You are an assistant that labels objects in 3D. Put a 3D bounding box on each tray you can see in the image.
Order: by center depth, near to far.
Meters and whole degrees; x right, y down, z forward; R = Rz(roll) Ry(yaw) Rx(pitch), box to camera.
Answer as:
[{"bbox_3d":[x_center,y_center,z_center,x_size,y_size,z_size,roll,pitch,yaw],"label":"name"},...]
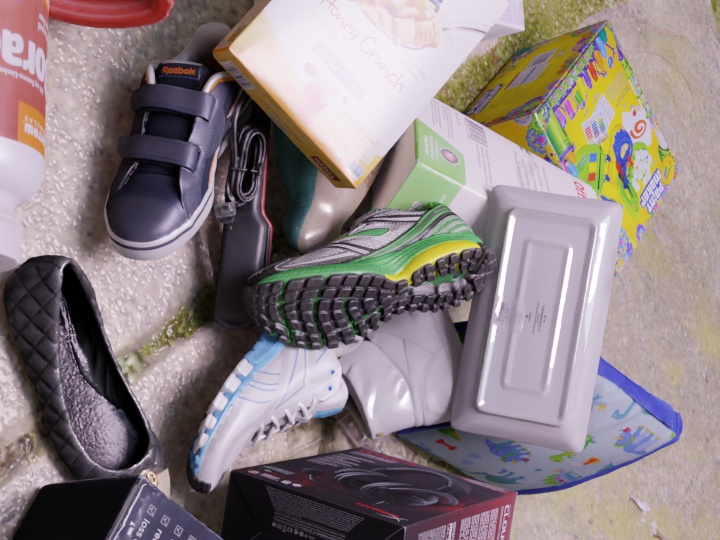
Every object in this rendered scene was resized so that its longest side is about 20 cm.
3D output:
[{"bbox_3d":[0.138,0.036,0.908,0.022,0.107,0.200,25,75,-79],"label":"tray"}]

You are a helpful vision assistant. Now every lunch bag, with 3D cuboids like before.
[{"bbox_3d":[0.158,0.117,1.028,0.170,0.200,0.128,33,59,-37],"label":"lunch bag"}]

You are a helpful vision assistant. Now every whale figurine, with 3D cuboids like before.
[{"bbox_3d":[-0.035,-0.106,0.954,0.159,0.104,0.200,48,56,-74],"label":"whale figurine"}]

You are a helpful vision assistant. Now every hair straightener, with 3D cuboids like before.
[{"bbox_3d":[-0.081,-0.052,0.868,0.077,0.041,0.200,-32,133,-82],"label":"hair straightener"}]

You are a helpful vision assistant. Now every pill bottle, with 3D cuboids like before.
[{"bbox_3d":[-0.250,-0.103,0.710,0.112,0.112,0.200,9,74,-45],"label":"pill bottle"}]

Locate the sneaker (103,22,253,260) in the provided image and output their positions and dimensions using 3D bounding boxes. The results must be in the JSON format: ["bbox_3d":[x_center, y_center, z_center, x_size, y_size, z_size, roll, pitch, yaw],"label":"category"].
[{"bbox_3d":[-0.136,-0.101,0.843,0.079,0.078,0.200,84,19,-49],"label":"sneaker"}]

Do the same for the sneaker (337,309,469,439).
[{"bbox_3d":[0.013,0.048,0.981,0.074,0.115,0.200,86,-14,-53],"label":"sneaker"}]

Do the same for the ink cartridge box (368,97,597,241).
[{"bbox_3d":[0.112,-0.056,1.017,0.200,0.084,0.146,27,30,-15],"label":"ink cartridge box"}]

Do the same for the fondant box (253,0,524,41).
[{"bbox_3d":[0.027,-0.235,1.008,0.200,0.144,0.058,-2,88,-47],"label":"fondant box"}]

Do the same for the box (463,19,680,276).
[{"bbox_3d":[0.213,-0.117,1.196,0.193,0.122,0.200,59,45,-19],"label":"box"}]

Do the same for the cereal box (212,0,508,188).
[{"bbox_3d":[0.005,-0.181,0.863,0.144,0.040,0.200,45,74,-24],"label":"cereal box"}]

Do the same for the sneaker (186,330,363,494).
[{"bbox_3d":[-0.057,0.094,0.875,0.087,0.075,0.200,33,54,1],"label":"sneaker"}]

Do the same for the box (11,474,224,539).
[{"bbox_3d":[-0.146,0.266,0.727,0.197,0.124,0.200,45,51,-28],"label":"box"}]

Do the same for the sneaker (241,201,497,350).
[{"bbox_3d":[0.000,0.000,0.889,0.200,0.078,0.085,-13,47,-26],"label":"sneaker"}]

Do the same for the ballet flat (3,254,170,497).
[{"bbox_3d":[-0.181,0.083,0.780,0.066,0.057,0.200,-37,108,-44],"label":"ballet flat"}]

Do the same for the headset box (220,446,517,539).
[{"bbox_3d":[0.015,0.191,0.866,0.200,0.149,0.077,2,98,-57],"label":"headset box"}]

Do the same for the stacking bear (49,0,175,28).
[{"bbox_3d":[-0.187,-0.283,0.824,0.121,0.114,0.200,61,28,-52],"label":"stacking bear"}]
